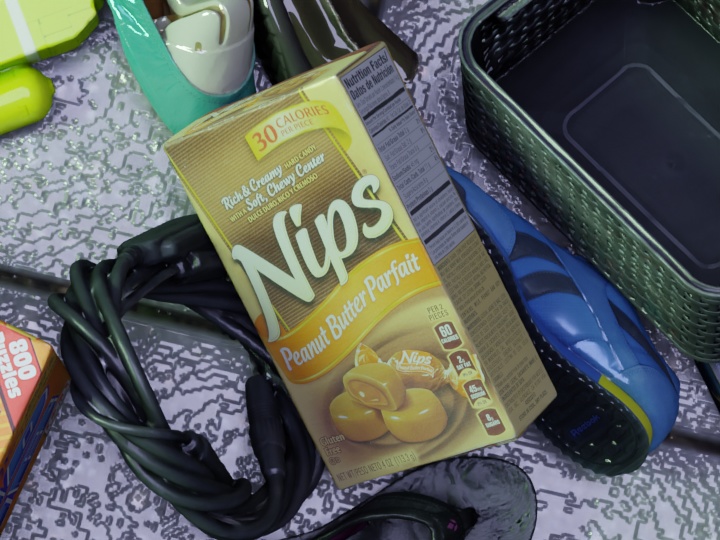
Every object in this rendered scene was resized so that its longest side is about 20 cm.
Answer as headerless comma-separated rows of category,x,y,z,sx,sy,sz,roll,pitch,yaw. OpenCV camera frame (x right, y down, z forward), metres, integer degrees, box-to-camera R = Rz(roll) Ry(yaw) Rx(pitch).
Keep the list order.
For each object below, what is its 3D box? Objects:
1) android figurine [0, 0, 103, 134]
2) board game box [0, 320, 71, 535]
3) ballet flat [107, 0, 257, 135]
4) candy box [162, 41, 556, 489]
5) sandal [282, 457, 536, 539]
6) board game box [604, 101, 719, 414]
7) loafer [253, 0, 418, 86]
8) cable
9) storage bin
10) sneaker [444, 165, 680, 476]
android figurine,-0.214,-0.156,1.465,0.200,0.041,0.182,-22,86,-5
board game box,-0.272,0.093,1.354,0.200,0.200,0.200,24,83,-1
ballet flat,-0.094,-0.145,1.431,0.067,0.070,0.200,-37,106,-36
candy box,0.000,0.000,1.401,0.115,0.055,0.200,-20,103,35
sandal,-0.001,0.153,1.435,0.200,0.048,0.075,-21,86,-5
board game box,0.229,0.003,1.481,0.135,0.035,0.200,-26,86,-6
loafer,-0.007,-0.104,1.464,0.071,0.073,0.200,-23,95,-10
cable,-0.084,0.059,1.387,0.051,0.200,0.163,-22,95,23
storage bin,0.157,-0.071,1.416,0.135,0.094,0.200,-40,69,-11
sneaker,0.089,0.013,1.447,0.200,0.066,0.078,47,44,-11
